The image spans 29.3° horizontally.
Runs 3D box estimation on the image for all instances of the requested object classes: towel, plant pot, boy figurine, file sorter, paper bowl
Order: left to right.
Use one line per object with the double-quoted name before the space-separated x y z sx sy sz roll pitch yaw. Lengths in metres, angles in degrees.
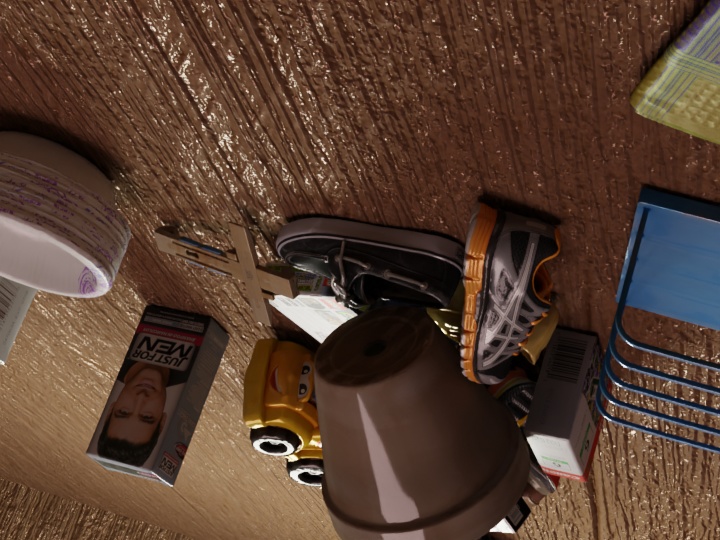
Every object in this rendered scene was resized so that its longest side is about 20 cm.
"paper bowl" -0.321 -0.061 1.352 0.199 0.105 0.201 17 159 7
"plant pot" 0.037 0.135 1.269 0.199 0.200 0.174 3 129 38
"boy figurine" 0.105 0.055 1.315 0.199 0.065 0.124 5 146 41
"file sorter" 0.261 0.048 1.070 0.138 0.123 0.200 16 160 12
"towel" 0.252 -0.116 0.806 0.143 0.023 0.200 21 159 -1

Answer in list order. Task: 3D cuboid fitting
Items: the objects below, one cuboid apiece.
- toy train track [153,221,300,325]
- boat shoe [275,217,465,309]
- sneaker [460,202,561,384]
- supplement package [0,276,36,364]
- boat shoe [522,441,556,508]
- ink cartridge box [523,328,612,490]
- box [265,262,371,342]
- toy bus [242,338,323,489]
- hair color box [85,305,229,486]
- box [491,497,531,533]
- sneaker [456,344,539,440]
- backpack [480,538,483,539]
"toy train track" -0.129 -0.014 1.374 0.199 0.032 0.115 18 133 39
"boat shoe" 0.001 0.001 1.266 0.198 0.069 0.074 9 157 26
"sneaker" 0.126 0.029 1.169 0.077 0.079 0.201 5 139 7
"supplement package" -0.538 0.030 1.764 0.199 0.118 0.117 11 158 24
"boat shoe" 0.126 0.187 1.516 0.200 0.072 0.076 46 -166 20
"ink cartridge box" 0.215 0.148 1.384 0.050 0.110 0.200 11 158 22
"box" -0.006 0.055 1.436 0.109 0.035 0.200 2 153 39
"toy bus" -0.018 0.163 1.630 0.191 0.137 0.200 -10 144 30
"hair color box" -0.245 0.151 1.679 0.098 0.201 0.061 9 158 25
"box" 0.087 0.193 1.463 0.110 0.035 0.201 -9 121 54
"sneaker" 0.154 0.119 1.453 0.090 0.070 0.200 49 -175 23
"backpack" 0.112 0.474 2.268 0.182 0.135 0.200 1 153 42
